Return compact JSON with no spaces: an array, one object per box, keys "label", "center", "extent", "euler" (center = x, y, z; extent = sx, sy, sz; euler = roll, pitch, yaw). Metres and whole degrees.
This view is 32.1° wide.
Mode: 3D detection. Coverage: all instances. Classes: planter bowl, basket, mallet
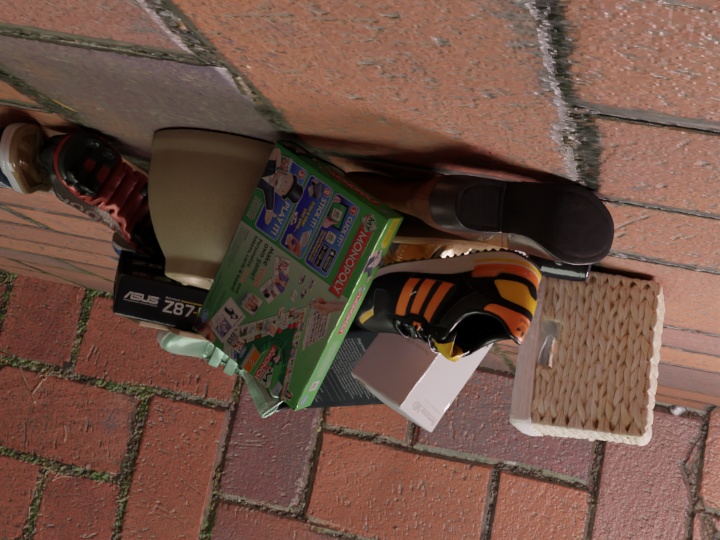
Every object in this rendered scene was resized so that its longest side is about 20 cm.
[{"label":"planter bowl","center":[-0.122,-0.045,1.233],"extent":[0.199,0.135,0.200],"euler":[12,172,2]},{"label":"basket","center":[0.274,0.104,1.495],"extent":[0.160,0.199,0.200],"euler":[6,171,16]},{"label":"mallet","center":[0.211,-0.027,1.229],"extent":[0.066,0.041,0.200],"euler":[12,169,0]}]

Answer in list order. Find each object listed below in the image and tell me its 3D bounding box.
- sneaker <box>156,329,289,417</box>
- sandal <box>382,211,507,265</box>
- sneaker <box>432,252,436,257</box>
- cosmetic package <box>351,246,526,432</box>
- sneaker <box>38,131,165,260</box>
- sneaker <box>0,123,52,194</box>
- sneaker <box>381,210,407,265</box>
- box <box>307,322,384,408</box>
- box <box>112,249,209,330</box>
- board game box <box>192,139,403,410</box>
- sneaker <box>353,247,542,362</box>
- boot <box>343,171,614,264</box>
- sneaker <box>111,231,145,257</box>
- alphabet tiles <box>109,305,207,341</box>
[{"label":"sneaker","center":[-0.145,0.115,1.511],"extent":[0.200,0.119,0.074],"euler":[5,145,-17]},{"label":"sandal","center":[0.075,-0.013,1.178],"extent":[0.211,0.070,0.078],"euler":[-1,-159,-13]},{"label":"sneaker","center":[0.037,-0.007,1.345],"extent":[0.077,0.112,0.200],"euler":[13,173,-5]},{"label":"cosmetic package","center":[0.088,0.055,1.257],"extent":[0.074,0.200,0.102],"euler":[31,173,30]},{"label":"sneaker","center":[-0.269,-0.083,1.345],"extent":[0.098,0.071,0.200],"euler":[17,160,43]},{"label":"sneaker","center":[-0.393,-0.123,1.330],"extent":[0.108,0.070,0.200],"euler":[11,177,-4]},{"label":"sneaker","center":[0.000,0.000,1.256],"extent":[0.079,0.200,0.074],"euler":[43,-163,-16]},{"label":"box","center":[0.018,0.069,1.444],"extent":[0.200,0.149,0.107],"euler":[-8,120,39]},{"label":"box","center":[-0.166,0.032,1.352],"extent":[0.199,0.049,0.161],"euler":[13,-174,-12]},{"label":"board game box","center":[-0.060,0.004,1.112],"extent":[0.134,0.200,0.029],"euler":[36,-158,23]},{"label":"sneaker","center":[0.067,0.041,1.128],"extent":[0.200,0.090,0.070],"euler":[-12,140,34]},{"label":"boot","center":[0.102,-0.049,1.118],"extent":[0.188,0.069,0.200],"euler":[2,-175,-29]},{"label":"sneaker","center":[-0.191,0.003,1.479],"extent":[0.199,0.115,0.081],"euler":[1,-144,-8]},{"label":"alphabet tiles","center":[-0.179,0.064,1.368],"extent":[0.166,0.006,0.200],"euler":[13,180,-25]}]
